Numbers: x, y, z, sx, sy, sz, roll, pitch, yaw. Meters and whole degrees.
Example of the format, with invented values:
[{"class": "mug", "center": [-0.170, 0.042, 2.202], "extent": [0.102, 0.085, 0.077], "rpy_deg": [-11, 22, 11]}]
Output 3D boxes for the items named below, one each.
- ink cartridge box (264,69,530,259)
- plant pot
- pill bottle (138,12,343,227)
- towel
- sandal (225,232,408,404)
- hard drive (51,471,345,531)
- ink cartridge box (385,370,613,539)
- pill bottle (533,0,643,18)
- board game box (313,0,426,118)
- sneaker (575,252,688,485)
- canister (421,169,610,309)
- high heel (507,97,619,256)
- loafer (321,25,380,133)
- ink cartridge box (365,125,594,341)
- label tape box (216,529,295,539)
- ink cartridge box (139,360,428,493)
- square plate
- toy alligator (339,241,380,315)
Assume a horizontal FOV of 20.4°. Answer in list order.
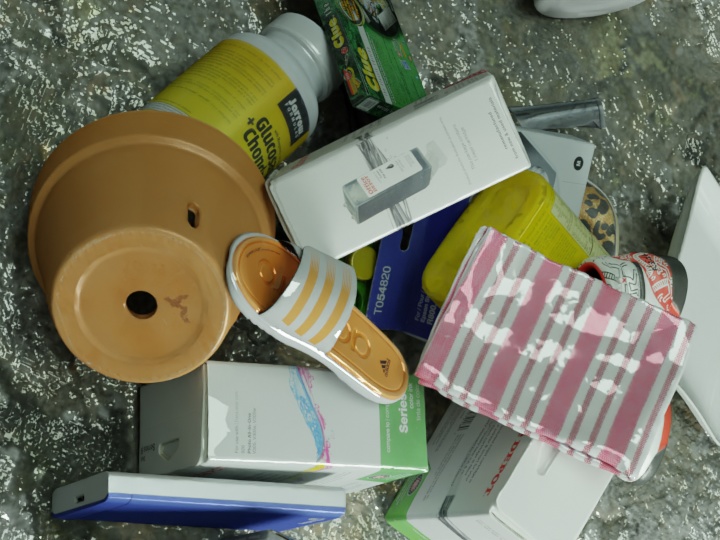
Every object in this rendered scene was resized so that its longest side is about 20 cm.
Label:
[{"class": "ink cartridge box", "center": [0.031, -0.083, 1.626], "extent": [0.199, 0.146, 0.085], "rpy_deg": [-24, 96, 5]}, {"class": "plant pot", "center": [-0.167, -0.007, 1.556], "extent": [0.200, 0.200, 0.140], "rpy_deg": [34, 22, -17]}, {"class": "pill bottle", "center": [-0.107, -0.130, 1.688], "extent": [0.200, 0.112, 0.112], "rpy_deg": [-44, 100, -28]}, {"class": "towel", "center": [0.158, 0.065, 1.600], "extent": [0.199, 0.030, 0.147], "rpy_deg": [25, 69, 2]}, {"class": "sandal", "center": [-0.018, 0.030, 1.541], "extent": [0.206, 0.059, 0.079], "rpy_deg": [37, 46, -34]}, {"class": "hard drive", "center": [-0.130, 0.185, 1.593], "extent": [0.199, 0.132, 0.025], "rpy_deg": [7, 75, -26]}, {"class": "ink cartridge box", "center": [0.125, 0.170, 1.688], "extent": [0.084, 0.200, 0.146], "rpy_deg": [39, 69, -15]}, {"class": "pill bottle", "center": [0.210, -0.352, 1.902], "extent": [0.119, 0.120, 0.201], "rpy_deg": [-3, 80, -28]}, {"class": "board game box", "center": [0.001, -0.216, 1.739], "extent": [0.105, 0.023, 0.201], "rpy_deg": [20, 44, -52]}, {"class": "sneaker", "center": [0.211, 0.083, 1.695], "extent": [0.108, 0.067, 0.202], "rpy_deg": [2, 100, -36]}, {"class": "canister", "center": [0.157, 0.024, 1.731], "extent": [0.149, 0.086, 0.200], "rpy_deg": [-53, 129, -11]}, {"class": "high heel", "center": [0.164, -0.057, 1.859], "extent": [0.142, 0.071, 0.201], "rpy_deg": [-7, 94, -7]}, {"class": "loafer", "center": [-0.003, -0.169, 1.780], "extent": [0.072, 0.063, 0.201], "rpy_deg": [9, 56, -50]}, {"class": "ink cartridge box", "center": [0.108, -0.032, 1.756], "extent": [0.199, 0.041, 0.200], "rpy_deg": [5, 101, -40]}, {"class": "label tape box", "center": [-0.110, 0.311, 1.568], "extent": [0.063, 0.144, 0.201], "rpy_deg": [29, 67, -19]}, {"class": "ink cartridge box", "center": [-0.066, 0.130, 1.632], "extent": [0.199, 0.145, 0.088], "rpy_deg": [4, 76, -27]}, {"class": "square plate", "center": [0.323, 0.035, 1.883], "extent": [0.200, 0.028, 0.199], "rpy_deg": [47, 56, -47]}, {"class": "toy alligator", "center": [0.000, 0.000, 1.745], "extent": [0.054, 0.059, 0.201], "rpy_deg": [-7, 94, -31]}]
